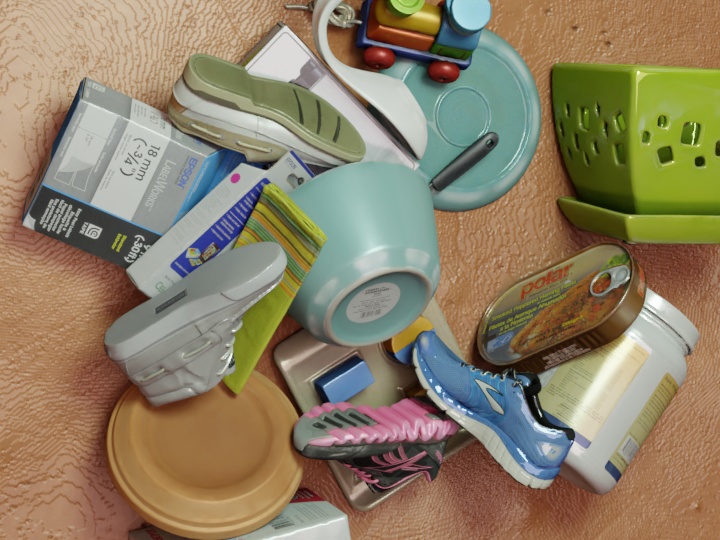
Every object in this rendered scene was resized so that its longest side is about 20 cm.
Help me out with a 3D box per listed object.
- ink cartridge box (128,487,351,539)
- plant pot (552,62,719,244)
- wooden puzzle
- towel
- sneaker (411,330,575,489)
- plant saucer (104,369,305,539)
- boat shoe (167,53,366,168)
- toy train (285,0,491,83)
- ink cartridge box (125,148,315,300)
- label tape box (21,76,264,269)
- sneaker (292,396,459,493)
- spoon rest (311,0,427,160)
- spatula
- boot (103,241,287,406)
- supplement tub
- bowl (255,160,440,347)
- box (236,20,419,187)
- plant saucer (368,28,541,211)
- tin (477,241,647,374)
[{"bbox_3d":[-0.114,0.319,1.654,0.198,0.145,0.146,-11,98,-17],"label":"ink cartridge box"},{"bbox_3d":[0.321,-0.124,1.756,0.198,0.199,0.183,1,98,-19],"label":"plant pot"},{"bbox_3d":[0.030,0.125,1.745,0.184,0.046,0.201,-31,101,-14],"label":"wooden puzzle"},{"bbox_3d":[-0.104,0.019,1.610,0.018,0.086,0.201,-10,137,-52],"label":"towel"},{"bbox_3d":[0.137,0.125,1.685,0.200,0.078,0.089,41,104,14],"label":"sneaker"},{"bbox_3d":[-0.150,0.166,1.631,0.198,0.038,0.202,6,52,-7],"label":"plant saucer"},{"bbox_3d":[-0.092,-0.142,1.617,0.199,0.075,0.069,24,126,-20],"label":"boat shoe"},{"bbox_3d":[0.029,-0.259,1.674,0.198,0.116,0.086,11,76,-10],"label":"toy train"},{"bbox_3d":[-0.129,-0.038,1.628,0.200,0.037,0.095,-41,147,2],"label":"ink cartridge box"},{"bbox_3d":[-0.208,-0.077,1.620,0.199,0.063,0.145,23,111,-17],"label":"label tape box"},{"bbox_3d":[0.014,0.184,1.674,0.199,0.079,0.096,1,113,-37],"label":"sneaker"},{"bbox_3d":[0.007,-0.191,1.658,0.060,0.099,0.201,-32,117,-2],"label":"spoon rest"},{"bbox_3d":[0.068,-0.075,1.737,0.200,0.021,0.057,-44,123,-2],"label":"spatula"},{"bbox_3d":[-0.140,0.054,1.592,0.199,0.074,0.096,-27,120,13],"label":"boot"},{"bbox_3d":[0.256,0.119,1.768,0.144,0.144,0.201,38,81,-16],"label":"supplement tub"},{"bbox_3d":[0.000,0.000,1.641,0.199,0.202,0.105,-16,54,-17],"label":"bowl"},{"bbox_3d":[-0.050,-0.140,1.686,0.117,0.060,0.200,-43,105,3],"label":"box"},{"bbox_3d":[0.106,-0.163,1.767,0.198,0.027,0.202,-1,94,-19],"label":"plant saucer"},{"bbox_3d":[0.209,0.042,1.733,0.042,0.199,0.113,36,43,-35],"label":"tin"}]
